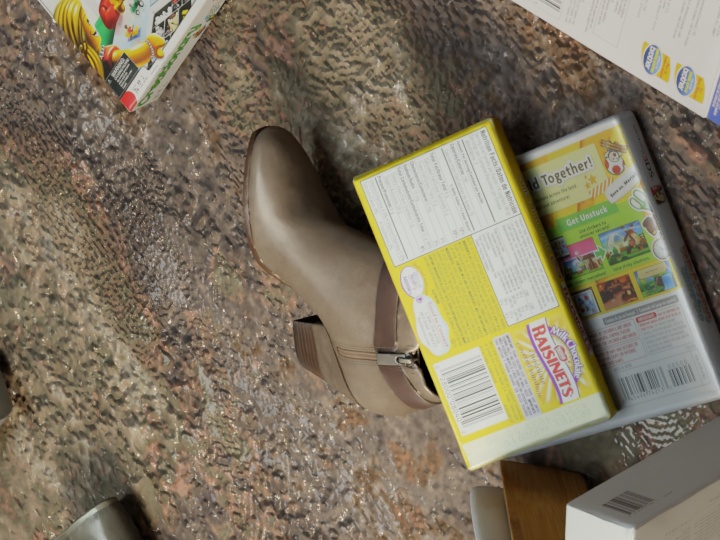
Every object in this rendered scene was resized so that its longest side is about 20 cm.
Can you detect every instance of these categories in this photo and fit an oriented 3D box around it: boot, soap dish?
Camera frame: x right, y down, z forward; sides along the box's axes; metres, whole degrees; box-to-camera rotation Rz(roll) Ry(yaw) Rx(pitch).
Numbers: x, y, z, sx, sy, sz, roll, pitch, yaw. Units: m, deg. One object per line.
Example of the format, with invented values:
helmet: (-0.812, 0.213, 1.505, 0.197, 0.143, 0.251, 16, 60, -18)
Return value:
boot: (-0.156, 0.271, 1.755, 0.182, 0.072, 0.201, -31, 76, 44)
soap dish: (0.121, 0.215, 1.382, 0.081, 0.200, 0.158, -11, 100, 3)
boot: (0.000, 0.000, 1.483, 0.146, 0.070, 0.201, 4, 115, 49)

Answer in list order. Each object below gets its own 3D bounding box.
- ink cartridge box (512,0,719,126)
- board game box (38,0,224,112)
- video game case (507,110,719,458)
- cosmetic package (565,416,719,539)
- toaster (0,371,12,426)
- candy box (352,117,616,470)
ink cartridge box: (0.164, -0.170, 1.262, 0.200, 0.042, 0.120, 36, 143, 23)
board game box: (-0.151, -0.223, 1.569, 0.126, 0.035, 0.200, 49, 133, 10)
video game case: (0.129, 0.014, 1.406, 0.199, 0.023, 0.183, -21, 90, 47)
cosmetic package: (0.191, 0.175, 1.277, 0.051, 0.199, 0.152, 16, 115, 39)
toaster: (-0.401, 0.093, 1.842, 0.119, 0.199, 0.182, -44, 66, 41)
candy box: (0.078, 0.015, 1.394, 0.102, 0.026, 0.201, -22, 89, 18)
